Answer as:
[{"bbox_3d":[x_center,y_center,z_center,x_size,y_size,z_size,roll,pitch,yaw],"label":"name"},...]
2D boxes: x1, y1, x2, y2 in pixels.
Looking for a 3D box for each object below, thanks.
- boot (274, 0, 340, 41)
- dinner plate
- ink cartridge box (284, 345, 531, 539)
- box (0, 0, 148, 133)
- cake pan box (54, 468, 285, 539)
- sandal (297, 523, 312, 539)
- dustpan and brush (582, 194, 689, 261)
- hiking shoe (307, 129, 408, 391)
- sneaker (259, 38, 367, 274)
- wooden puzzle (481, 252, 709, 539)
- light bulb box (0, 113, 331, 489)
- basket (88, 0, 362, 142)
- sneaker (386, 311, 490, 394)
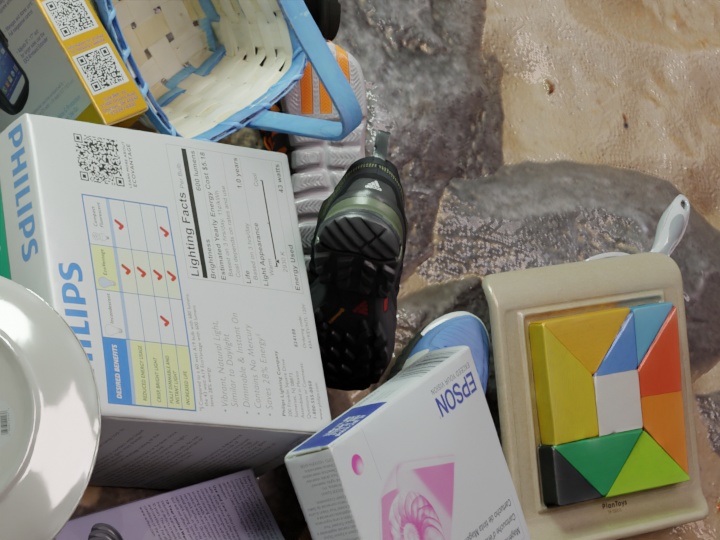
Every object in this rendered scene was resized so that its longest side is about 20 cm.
[{"bbox_3d":[-0.120,-0.224,1.830,0.158,0.079,0.211,-29,95,-22],"label":"boot"},{"bbox_3d":[-0.247,0.088,1.513,0.200,0.024,0.200,-1,70,3],"label":"dinner plate"},{"bbox_3d":[0.043,0.170,1.673,0.196,0.043,0.200,-34,106,-58],"label":"ink cartridge box"},{"bbox_3d":[-0.218,-0.160,1.701,0.041,0.119,0.200,-24,84,-35],"label":"box"},{"bbox_3d":[-0.104,0.231,1.602,0.184,0.052,0.200,-16,71,-38],"label":"cake pan box"},{"bbox_3d":[-0.025,0.190,1.706,0.055,0.082,0.200,-17,57,-2],"label":"sandal"},{"bbox_3d":[0.204,0.021,2.009,0.140,0.057,0.200,40,46,-17],"label":"dustpan and brush"},{"bbox_3d":[0.000,0.000,1.750,0.076,0.200,0.101,19,53,-1],"label":"hiking shoe"},{"bbox_3d":[-0.031,-0.062,1.842,0.077,0.112,0.200,1,98,-13],"label":"sneaker"},{"bbox_3d":[0.174,0.092,1.915,0.185,0.037,0.200,-8,88,-37],"label":"wooden puzzle"},{"bbox_3d":[-0.142,0.025,1.658,0.200,0.125,0.198,8,62,-38],"label":"light bulb box"},{"bbox_3d":[-0.095,-0.160,1.703,0.139,0.200,0.176,-41,116,-32],"label":"basket"},{"bbox_3d":[0.054,0.100,1.821,0.076,0.077,0.200,40,45,-15],"label":"sneaker"}]
